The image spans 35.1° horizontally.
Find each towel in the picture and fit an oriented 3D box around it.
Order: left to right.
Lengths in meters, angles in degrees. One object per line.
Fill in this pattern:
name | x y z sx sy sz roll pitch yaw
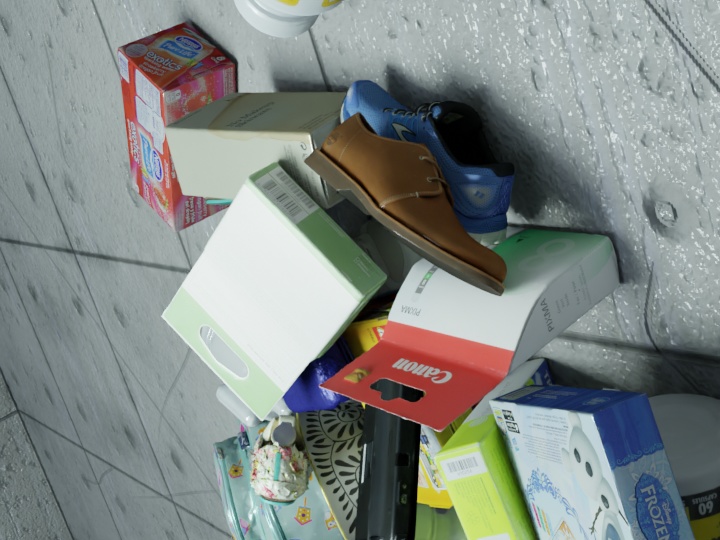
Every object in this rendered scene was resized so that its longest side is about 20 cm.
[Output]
towel | -0.070 0.038 1.115 0.147 0.049 0.203 -18 95 66

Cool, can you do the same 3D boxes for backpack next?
backpack | -0.084 0.271 1.335 0.200 0.151 0.178 50 159 53

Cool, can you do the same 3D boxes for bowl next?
bowl | 0.016 0.215 1.201 0.203 0.093 0.201 64 -177 -6

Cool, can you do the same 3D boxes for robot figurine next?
robot figurine | -0.110 0.094 1.319 0.199 0.112 0.171 38 102 39

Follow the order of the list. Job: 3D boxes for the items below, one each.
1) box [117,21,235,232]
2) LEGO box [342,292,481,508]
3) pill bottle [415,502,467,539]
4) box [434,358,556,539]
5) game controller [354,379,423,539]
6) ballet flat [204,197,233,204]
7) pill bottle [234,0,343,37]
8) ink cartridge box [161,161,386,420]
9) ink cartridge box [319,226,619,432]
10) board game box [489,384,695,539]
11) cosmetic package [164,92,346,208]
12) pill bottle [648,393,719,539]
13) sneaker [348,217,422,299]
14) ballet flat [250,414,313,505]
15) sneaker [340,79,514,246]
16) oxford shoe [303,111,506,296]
box | -0.202 -0.159 1.279 0.100 0.095 0.202 43 146 33
LEGO box | 0.069 0.120 1.082 0.148 0.076 0.203 -14 101 60
pill bottle | 0.123 0.264 0.977 0.196 0.114 0.113 15 143 -3
box | 0.133 0.158 0.930 0.047 0.200 0.124 -19 98 30
game controller | 0.024 0.157 0.967 0.105 0.041 0.203 119 159 -63
ballet flat | -0.104 -0.102 1.211 0.198 0.069 0.071 4 118 53
pill bottle | -0.041 -0.275 0.898 0.113 0.111 0.200 57 150 9
ink cartridge box | -0.083 0.023 1.026 0.145 0.048 0.201 44 131 7
ink cartridge box | 0.076 0.033 0.869 0.160 0.199 0.051 10 126 55
board game box | 0.165 0.179 0.764 0.200 0.043 0.202 163 89 -78
cosmetic package | -0.077 -0.116 1.060 0.198 0.103 0.074 8 122 40
pill bottle | 0.240 0.203 0.834 0.111 0.110 0.203 17 129 52
sneaker | 0.000 0.000 1.094 0.077 0.080 0.200 62 150 4
ballet flat | -0.077 0.185 1.177 0.200 0.074 0.065 -133 47 -83
sneaker | 0.059 -0.108 0.930 0.200 0.078 0.090 43 128 34
oxford shoe | 0.043 -0.055 0.857 0.200 0.072 0.071 41 -178 27
